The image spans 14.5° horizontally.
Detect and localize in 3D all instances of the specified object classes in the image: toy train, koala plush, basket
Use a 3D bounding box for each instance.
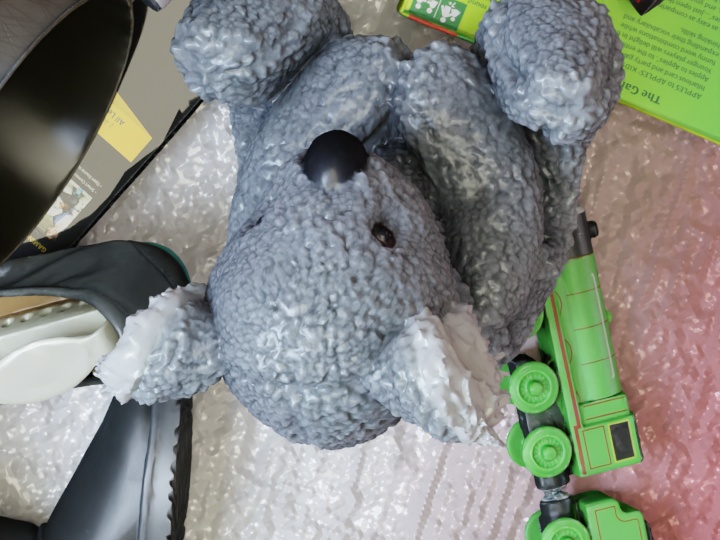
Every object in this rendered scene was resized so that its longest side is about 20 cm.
[{"bbox_3d":[0.091,0.063,1.224,0.056,0.042,0.201,-13,97,-9],"label":"toy train"},{"bbox_3d":[0.000,0.000,1.089,0.177,0.200,0.184,8,121,10],"label":"koala plush"},{"bbox_3d":[-0.207,-0.101,1.088,0.200,0.180,0.136,33,86,6],"label":"basket"}]

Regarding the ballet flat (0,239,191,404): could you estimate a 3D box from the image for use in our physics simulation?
[{"bbox_3d":[-0.163,0.031,1.161,0.199,0.068,0.068,-15,116,26],"label":"ballet flat"}]

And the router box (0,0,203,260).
[{"bbox_3d":[-0.157,-0.117,1.188,0.200,0.052,0.157,42,95,-6],"label":"router box"}]

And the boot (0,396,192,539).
[{"bbox_3d":[-0.177,0.107,1.215,0.199,0.066,0.166,7,95,3],"label":"boot"}]

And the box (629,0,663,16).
[{"bbox_3d":[0.164,-0.205,1.159,0.200,0.035,0.110,-34,87,-11],"label":"box"}]

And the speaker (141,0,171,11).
[{"bbox_3d":[-0.036,-0.195,1.050,0.081,0.081,0.200,43,88,-6],"label":"speaker"}]

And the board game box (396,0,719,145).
[{"bbox_3d":[0.126,-0.118,1.196,0.199,0.048,0.102,22,97,-4],"label":"board game box"}]
